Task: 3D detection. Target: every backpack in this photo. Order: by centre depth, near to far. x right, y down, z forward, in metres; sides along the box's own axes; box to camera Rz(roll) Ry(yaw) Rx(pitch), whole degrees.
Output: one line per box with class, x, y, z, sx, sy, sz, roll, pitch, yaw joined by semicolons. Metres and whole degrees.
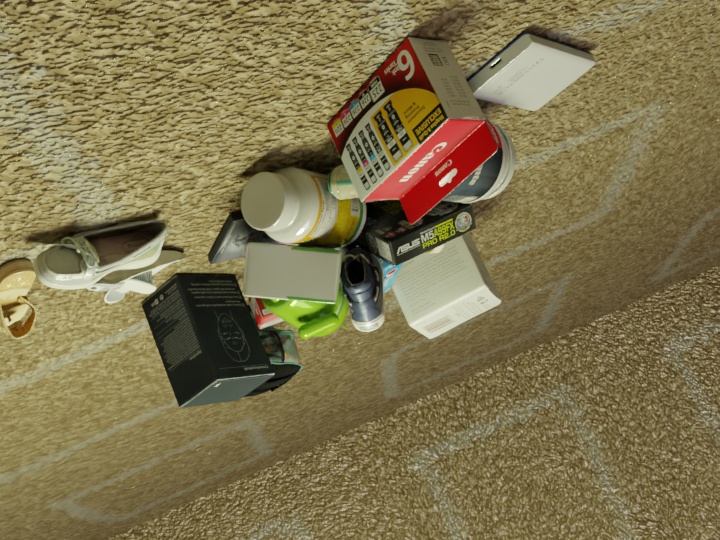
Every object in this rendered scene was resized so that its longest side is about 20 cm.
backpack;-0.219;0.171;2.057;0.175;0.155;0.199;-32;151;29

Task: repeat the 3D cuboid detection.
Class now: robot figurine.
robot figurine;-0.100;0.045;1.868;0.116;0.176;0.200;-48;132;6

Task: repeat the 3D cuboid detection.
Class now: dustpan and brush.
dustpan and brush;-0.362;0.015;1.586;0.139;0.058;0.200;-31;161;17

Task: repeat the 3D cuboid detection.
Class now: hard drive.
hard drive;0.260;-0.301;1.581;0.132;0.026;0.199;-37;158;33

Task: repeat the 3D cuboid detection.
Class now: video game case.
video game case;-0.144;-0.069;1.711;0.198;0.019;0.143;-15;159;-31

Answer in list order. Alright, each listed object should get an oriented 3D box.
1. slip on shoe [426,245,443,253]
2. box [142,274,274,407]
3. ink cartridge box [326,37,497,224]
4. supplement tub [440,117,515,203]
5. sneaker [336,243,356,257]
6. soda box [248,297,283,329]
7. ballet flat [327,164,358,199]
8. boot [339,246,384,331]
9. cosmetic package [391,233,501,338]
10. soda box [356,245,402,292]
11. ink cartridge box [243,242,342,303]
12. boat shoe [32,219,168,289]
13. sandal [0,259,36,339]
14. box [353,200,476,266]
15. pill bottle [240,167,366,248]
slip on shoe;0.092;-0.078;1.803;0.060;0.077;0.200;3;-165;-19
box;-0.262;0.119;1.782;0.107;0.202;0.148;-36;159;30
ink cartridge box;0.068;-0.184;1.412;0.083;0.177;0.200;-7;154;-43
supplement tub;0.137;-0.177;1.580;0.140;0.142;0.199;-36;159;32
sneaker;-0.030;-0.043;1.868;0.090;0.076;0.200;-31;171;-2
soda box;-0.113;0.044;1.992;0.198;0.064;0.070;-19;161;-17
ballet flat;0.021;-0.139;1.584;0.062;0.068;0.200;-2;-168;29
boot;0.000;0.000;1.626;0.072;0.201;0.091;-15;125;0
cosmetic package;0.145;-0.004;1.970;0.165;0.202;0.167;-28;162;11
soda box;0.026;-0.008;1.830;0.064;0.068;0.200;-33;168;-19
ink cartridge box;-0.104;0.003;1.627;0.144;0.086;0.200;5;180;-1
boat shoe;-0.364;-0.029;1.455;0.201;0.075;0.065;-15;154;-41
sandal;-0.511;0.065;1.516;0.077;0.070;0.212;-13;159;-31
box;0.069;-0.082;1.687;0.159;0.045;0.200;-24;-153;-20
pill bottle;-0.087;-0.095;1.560;0.112;0.114;0.199;-34;161;27
